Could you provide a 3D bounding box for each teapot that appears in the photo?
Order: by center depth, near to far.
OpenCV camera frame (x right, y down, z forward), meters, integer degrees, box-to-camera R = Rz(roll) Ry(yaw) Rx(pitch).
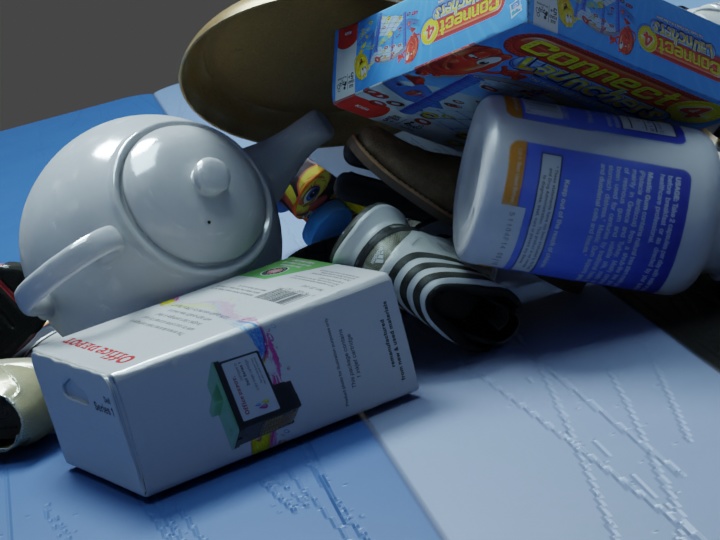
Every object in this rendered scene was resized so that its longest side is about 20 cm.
[{"bbox_3d":[-0.133,-0.031,1.685,0.197,0.200,0.146,18,-33,-20],"label":"teapot"}]

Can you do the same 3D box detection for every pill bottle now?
[{"bbox_3d":[0.168,-0.044,1.596,0.200,0.112,0.112,10,11,-7],"label":"pill bottle"}]

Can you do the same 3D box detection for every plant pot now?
[{"bbox_3d":[-0.027,-0.146,1.705,0.200,0.028,0.200,-4,-27,-2],"label":"plant pot"}]

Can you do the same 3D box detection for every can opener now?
[{"bbox_3d":[0.081,-0.049,1.784,0.200,0.053,0.067,15,1,1],"label":"can opener"}]

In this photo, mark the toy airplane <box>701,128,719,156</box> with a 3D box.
[{"bbox_3d":[0.257,-0.109,1.810,0.200,0.141,0.199,-39,34,-30],"label":"toy airplane"}]

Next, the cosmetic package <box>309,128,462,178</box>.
[{"bbox_3d":[0.051,-0.131,1.846,0.200,0.081,0.113,-4,60,51],"label":"cosmetic package"}]

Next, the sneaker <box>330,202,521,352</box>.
[{"bbox_3d":[0.066,0.020,1.668,0.115,0.076,0.200,40,13,23],"label":"sneaker"}]

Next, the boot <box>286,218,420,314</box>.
[{"bbox_3d":[0.000,0.000,1.827,0.200,0.068,0.131,-14,5,-35],"label":"boot"}]

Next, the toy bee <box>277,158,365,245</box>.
[{"bbox_3d":[-0.031,-0.068,2.029,0.131,0.109,0.200,33,35,6],"label":"toy bee"}]

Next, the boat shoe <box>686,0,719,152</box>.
[{"bbox_3d":[0.266,-0.096,1.661,0.070,0.200,0.071,-13,-23,-35],"label":"boat shoe"}]

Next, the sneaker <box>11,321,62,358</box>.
[{"bbox_3d":[-0.172,0.038,1.788,0.200,0.079,0.079,-23,21,-27],"label":"sneaker"}]

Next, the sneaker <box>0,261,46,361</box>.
[{"bbox_3d":[-0.296,0.058,1.749,0.200,0.074,0.087,-38,-3,12],"label":"sneaker"}]

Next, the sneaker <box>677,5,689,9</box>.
[{"bbox_3d":[0.261,-0.167,2.114,0.200,0.116,0.076,-9,14,23],"label":"sneaker"}]

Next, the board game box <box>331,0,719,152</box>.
[{"bbox_3d":[0.118,-0.132,1.623,0.200,0.056,0.196,17,-22,-35],"label":"board game box"}]

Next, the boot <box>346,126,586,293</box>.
[{"bbox_3d":[0.085,-0.061,1.676,0.200,0.075,0.074,26,18,-19],"label":"boot"}]

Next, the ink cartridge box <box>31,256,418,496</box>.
[{"bbox_3d":[-0.088,0.064,1.568,0.200,0.084,0.145,-20,13,-25],"label":"ink cartridge box"}]

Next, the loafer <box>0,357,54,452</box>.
[{"bbox_3d":[-0.300,0.099,1.673,0.200,0.076,0.068,-11,7,10],"label":"loafer"}]
